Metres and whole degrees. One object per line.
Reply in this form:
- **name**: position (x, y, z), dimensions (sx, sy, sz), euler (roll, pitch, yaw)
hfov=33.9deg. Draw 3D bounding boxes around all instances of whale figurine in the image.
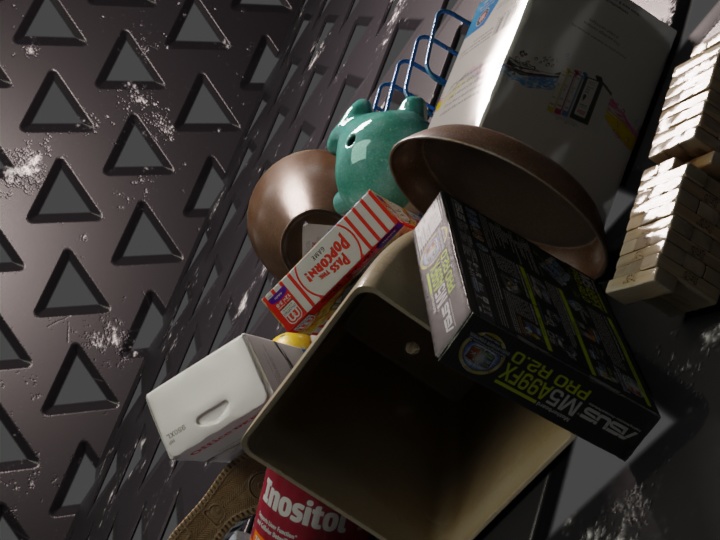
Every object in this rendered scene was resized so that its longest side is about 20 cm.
- **whale figurine**: position (0.010, -0.135, 1.314), dimensions (0.160, 0.103, 0.200), euler (-52, 38, 11)

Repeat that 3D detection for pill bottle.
- **pill bottle**: position (-0.033, 0.193, 1.113), dimensions (0.113, 0.112, 0.202), euler (-130, 52, -74)

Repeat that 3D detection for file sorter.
- **file sorter**: position (0.087, -0.192, 1.429), dimensions (0.200, 0.122, 0.140), euler (-47, 21, 46)

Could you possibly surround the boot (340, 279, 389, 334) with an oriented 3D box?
- **boot**: position (0.056, -0.002, 1.149), dimensions (0.144, 0.073, 0.200), euler (-37, -4, 28)

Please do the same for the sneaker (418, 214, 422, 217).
- **sneaker**: position (0.057, -0.035, 1.378), dimensions (0.077, 0.075, 0.201), euler (-50, 29, 18)

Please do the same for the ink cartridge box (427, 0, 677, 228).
- **ink cartridge box**: position (0.160, -0.145, 1.061), dimensions (0.202, 0.144, 0.147), euler (-66, 16, -14)

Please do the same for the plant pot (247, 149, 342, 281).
- **plant pot**: position (-0.053, -0.048, 1.485), dimensions (0.188, 0.186, 0.200), euler (-60, 9, 8)

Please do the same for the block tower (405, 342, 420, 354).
- **block tower**: position (0.068, 0.077, 1.166), dimensions (0.200, 0.054, 0.058), euler (-41, 25, 55)

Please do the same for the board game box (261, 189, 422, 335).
- **board game box**: position (0.000, 0.000, 1.204), dimensions (0.151, 0.046, 0.200), euler (-45, -16, 10)

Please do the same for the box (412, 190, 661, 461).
- **box**: position (0.121, 0.034, 0.862), dimensions (0.044, 0.159, 0.201), euler (-54, 18, 21)

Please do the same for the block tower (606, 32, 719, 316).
- **block tower**: position (0.234, -0.064, 0.824), dimensions (0.054, 0.057, 0.201), euler (-27, 37, 64)

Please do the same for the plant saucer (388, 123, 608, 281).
- **plant saucer**: position (0.116, -0.058, 0.961), dimensions (0.035, 0.199, 0.200), euler (-60, 14, -17)

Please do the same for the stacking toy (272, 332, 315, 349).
- **stacking toy**: position (-0.094, 0.127, 1.542), dimensions (0.200, 0.146, 0.146), euler (-40, 21, 15)

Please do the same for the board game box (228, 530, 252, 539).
- **board game box**: position (-0.167, 0.427, 1.319), dimensions (0.200, 0.041, 0.201), euler (-52, 27, 42)

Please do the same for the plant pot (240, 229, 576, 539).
- **plant pot**: position (0.049, 0.085, 0.981), dimensions (0.200, 0.199, 0.178), euler (-53, 8, 32)

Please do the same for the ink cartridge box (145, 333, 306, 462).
- **ink cartridge box**: position (-0.130, 0.152, 1.359), dimensions (0.144, 0.085, 0.200), euler (-32, -19, 13)

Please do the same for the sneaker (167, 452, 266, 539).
- **sneaker**: position (-0.146, 0.278, 1.414), dimensions (0.200, 0.070, 0.108), euler (-44, -10, 2)
